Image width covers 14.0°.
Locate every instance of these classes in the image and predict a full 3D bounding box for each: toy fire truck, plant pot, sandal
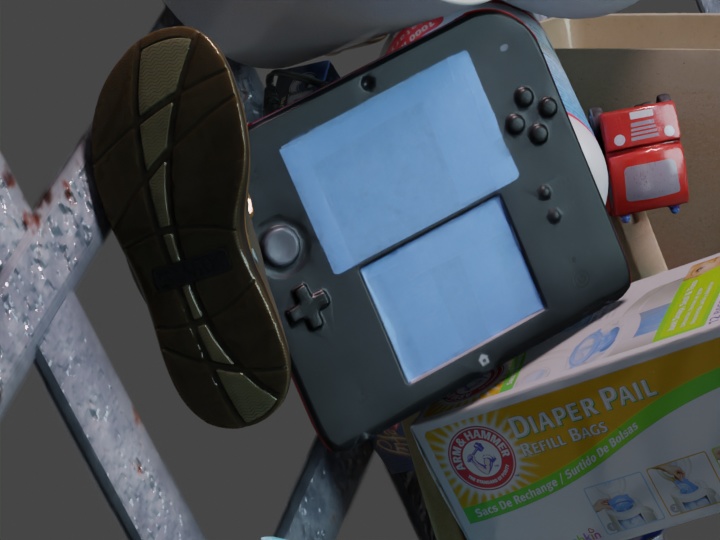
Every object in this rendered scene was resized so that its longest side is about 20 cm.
[{"bbox_3d":[0.163,-0.027,1.751,0.200,0.048,0.142,172,-94,-87],"label":"toy fire truck"},{"bbox_3d":[0.195,-0.070,1.916,0.200,0.199,0.178,-25,114,-63],"label":"plant pot"},{"bbox_3d":[-0.078,-0.022,1.458,0.055,0.081,0.201,-64,138,-75],"label":"sandal"}]

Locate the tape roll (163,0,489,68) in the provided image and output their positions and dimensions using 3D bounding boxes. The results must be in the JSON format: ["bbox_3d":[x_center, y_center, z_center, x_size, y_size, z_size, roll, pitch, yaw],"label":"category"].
[{"bbox_3d":[-0.017,-0.219,1.544,0.202,0.139,0.204,22,61,-46],"label":"tape roll"}]

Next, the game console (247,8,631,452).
[{"bbox_3d":[0.032,-0.025,1.532,0.199,0.031,0.178,-28,99,-18],"label":"game console"}]

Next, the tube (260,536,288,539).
[{"bbox_3d":[0.009,0.182,1.590,0.200,0.050,0.078,10,56,-60],"label":"tube"}]

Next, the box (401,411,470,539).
[{"bbox_3d":[0.075,0.117,1.670,0.163,0.021,0.201,-12,86,-64],"label":"box"}]

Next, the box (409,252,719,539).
[{"bbox_3d":[0.144,0.075,1.580,0.102,0.199,0.113,62,29,-15],"label":"box"}]

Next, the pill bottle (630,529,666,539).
[{"bbox_3d":[0.167,0.101,1.774,0.200,0.111,0.112,106,-20,-76],"label":"pill bottle"}]

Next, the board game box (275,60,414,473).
[{"bbox_3d":[0.000,0.000,1.652,0.200,0.034,0.136,56,35,-40],"label":"board game box"}]

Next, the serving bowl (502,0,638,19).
[{"bbox_3d":[0.091,-0.219,1.747,0.199,0.066,0.201,25,37,-20],"label":"serving bowl"}]

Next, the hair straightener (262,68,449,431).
[{"bbox_3d":[0.003,-0.019,1.560,0.077,0.041,0.201,-27,99,-19],"label":"hair straightener"}]

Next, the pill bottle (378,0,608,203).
[{"bbox_3d":[0.079,-0.067,1.678,0.109,0.108,0.200,58,8,-36],"label":"pill bottle"}]

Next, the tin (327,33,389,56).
[{"bbox_3d":[0.000,-0.204,1.730,0.200,0.042,0.112,-61,138,-53],"label":"tin"}]
